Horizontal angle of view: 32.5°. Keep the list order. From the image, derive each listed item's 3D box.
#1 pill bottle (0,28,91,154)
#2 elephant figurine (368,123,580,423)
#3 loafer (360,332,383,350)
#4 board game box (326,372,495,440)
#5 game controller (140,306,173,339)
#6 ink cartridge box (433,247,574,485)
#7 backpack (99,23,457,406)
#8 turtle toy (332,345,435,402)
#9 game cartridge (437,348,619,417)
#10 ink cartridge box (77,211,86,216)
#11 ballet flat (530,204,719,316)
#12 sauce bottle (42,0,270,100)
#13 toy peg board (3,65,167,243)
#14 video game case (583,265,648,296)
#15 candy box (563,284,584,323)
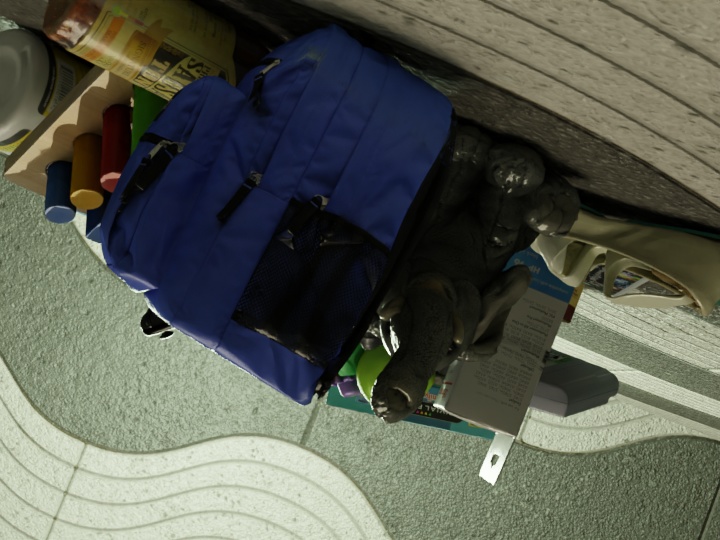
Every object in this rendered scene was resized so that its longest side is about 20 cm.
[{"bbox_3d":[-0.282,-0.145,1.207,0.111,0.112,0.200,19,174,37],"label":"pill bottle"},{"bbox_3d":[0.052,0.008,0.849,0.141,0.200,0.155,17,173,45],"label":"elephant figurine"},{"bbox_3d":[0.051,0.012,1.053,0.068,0.071,0.200,11,-160,30],"label":"loafer"},{"bbox_3d":[0.074,0.123,1.337,0.199,0.047,0.151,12,-166,5],"label":"board game box"},{"bbox_3d":[-0.094,0.014,1.055,0.200,0.042,0.104,-18,178,30],"label":"game controller"},{"bbox_3d":[0.118,0.077,1.068,0.068,0.200,0.116,22,175,1],"label":"ink cartridge box"},{"bbox_3d":[-0.045,-0.046,0.717,0.168,0.200,0.162,33,174,-18],"label":"backpack"},{"bbox_3d":[-0.013,0.060,1.119,0.200,0.101,0.146,17,148,35],"label":"turtle toy"},{"bbox_3d":[0.158,0.101,1.312,0.200,0.041,0.133,19,-161,35],"label":"game cartridge"},{"bbox_3d":[-0.219,-0.090,1.451,0.200,0.129,0.125,21,176,19],"label":"ink cartridge box"},{"bbox_3d":[0.175,-0.013,0.887,0.200,0.070,0.069,19,175,40],"label":"ballet flat"},{"bbox_3d":[-0.101,-0.134,0.791,0.200,0.066,0.066,24,175,-30],"label":"sauce bottle"},{"bbox_3d":[-0.153,-0.063,0.991,0.200,0.098,0.199,25,134,-35],"label":"toy peg board"},{"bbox_3d":[0.159,-0.028,1.070,0.181,0.023,0.200,22,175,5],"label":"video game case"},{"bbox_3d":[0.118,-0.010,1.268,0.200,0.057,0.117,21,177,32],"label":"candy box"}]
